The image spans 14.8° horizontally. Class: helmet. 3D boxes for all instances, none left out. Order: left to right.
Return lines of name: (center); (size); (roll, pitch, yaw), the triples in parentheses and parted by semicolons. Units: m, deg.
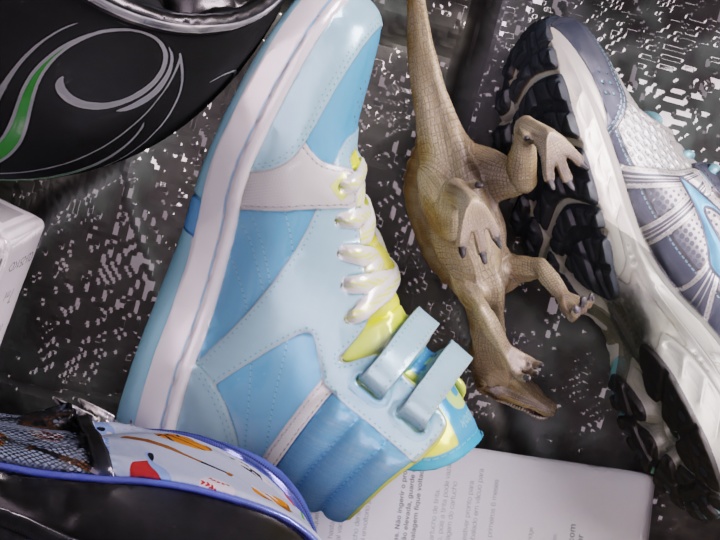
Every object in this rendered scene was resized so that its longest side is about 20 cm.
helmet: (-0.131, -0.125, 1.002); (0.190, 0.200, 0.201); (-22, 95, 46)

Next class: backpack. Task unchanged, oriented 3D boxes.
backpack: (-0.099, 0.137, 0.964); (0.189, 0.154, 0.201); (8, 106, -7)

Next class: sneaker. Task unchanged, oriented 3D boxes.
sneaker: (0.000, 0.000, 1.023); (0.130, 0.080, 0.201); (24, 110, 7)
sneaker: (0.120, -0.009, 1.072); (0.086, 0.078, 0.201); (-23, 87, -24)

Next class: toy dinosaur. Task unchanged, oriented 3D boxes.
toy dinosaur: (0.038, -0.029, 1.051); (0.058, 0.101, 0.201); (-18, 101, -22)

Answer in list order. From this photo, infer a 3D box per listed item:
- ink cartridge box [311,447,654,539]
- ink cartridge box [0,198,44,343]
ink cartridge box: (0.004, 0.162, 1.067); (0.199, 0.043, 0.198); (8, 76, 3)
ink cartridge box: (-0.240, 0.022, 1.042); (0.199, 0.045, 0.177); (26, 104, 9)
